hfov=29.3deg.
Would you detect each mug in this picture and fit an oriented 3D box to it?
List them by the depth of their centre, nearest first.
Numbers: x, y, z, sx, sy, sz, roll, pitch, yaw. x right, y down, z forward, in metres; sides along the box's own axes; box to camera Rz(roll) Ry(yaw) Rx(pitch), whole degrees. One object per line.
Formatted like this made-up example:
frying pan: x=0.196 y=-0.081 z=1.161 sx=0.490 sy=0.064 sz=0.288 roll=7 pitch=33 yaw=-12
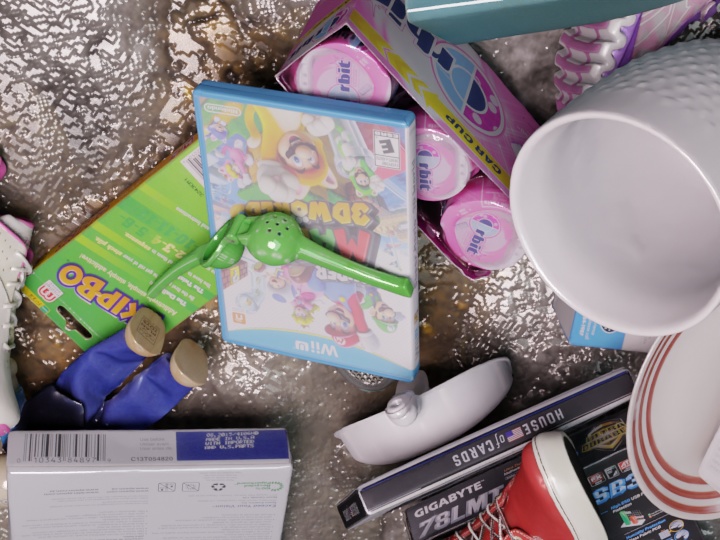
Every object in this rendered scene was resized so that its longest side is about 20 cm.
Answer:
mug: x=0.218 y=-0.067 z=0.831 sx=0.200 sy=0.175 sz=0.148 roll=-4 pitch=116 yaw=45

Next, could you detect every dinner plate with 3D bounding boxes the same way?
dinner plate: x=0.259 y=0.079 z=0.945 sx=0.200 sy=0.024 sz=0.200 roll=-12 pitch=117 yaw=-24

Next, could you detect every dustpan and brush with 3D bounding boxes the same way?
dustpan and brush: x=0.038 y=0.095 z=0.944 sx=0.140 sy=0.200 sz=0.057 roll=-25 pitch=96 yaw=6

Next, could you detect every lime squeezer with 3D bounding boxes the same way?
lime squeezer: x=-0.068 y=-0.011 z=0.890 sx=0.200 sy=0.038 sz=0.071 roll=-2 pitch=155 yaw=26

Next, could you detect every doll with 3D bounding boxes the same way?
doll: x=-0.205 y=0.105 z=0.988 sx=0.136 sy=0.048 sz=0.200 roll=39 pitch=117 yaw=-23

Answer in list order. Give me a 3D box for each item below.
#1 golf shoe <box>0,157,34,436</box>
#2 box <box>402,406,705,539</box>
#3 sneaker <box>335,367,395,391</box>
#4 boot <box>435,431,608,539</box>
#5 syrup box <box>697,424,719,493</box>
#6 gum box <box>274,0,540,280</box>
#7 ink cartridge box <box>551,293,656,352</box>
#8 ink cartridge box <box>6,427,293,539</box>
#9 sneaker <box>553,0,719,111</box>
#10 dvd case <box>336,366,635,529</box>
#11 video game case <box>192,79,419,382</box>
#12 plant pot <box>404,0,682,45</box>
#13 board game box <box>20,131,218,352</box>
golf shoe: x=-0.256 y=0.011 z=0.930 sx=0.091 sy=0.075 sz=0.200 roll=-18 pitch=94 yaw=-10
box: x=0.162 y=0.221 z=1.058 sx=0.200 sy=0.050 sz=0.199 roll=-27 pitch=120 yaw=6
sneaker: x=0.000 y=0.000 z=0.954 sx=0.078 sy=0.091 sz=0.200 roll=-6 pitch=111 yaw=-1
boot: x=0.089 y=0.179 z=0.924 sx=0.144 sy=0.072 sz=0.200 roll=-15 pitch=148 yaw=3
syrup box: x=0.315 y=0.072 z=0.910 sx=0.079 sy=0.081 sz=0.200 roll=17 pitch=103 yaw=-36
gum box: x=0.047 y=-0.097 z=0.901 sx=0.066 sy=0.114 sz=0.200 roll=-33 pitch=111 yaw=32
ink cartridge box: x=0.250 y=-0.001 z=0.986 sx=0.200 sy=0.068 sz=0.115 roll=7 pitch=112 yaw=-7
ink cartridge box: x=-0.157 y=0.191 z=1.017 sx=0.200 sy=0.041 sz=0.200 roll=1 pitch=134 yaw=-11
sneaker: x=0.196 y=-0.178 z=0.913 sx=0.088 sy=0.080 sz=0.200 roll=15 pitch=108 yaw=-18
dvd case: x=0.083 y=0.128 z=0.963 sx=0.200 sy=0.150 sz=0.025 roll=-22 pitch=79 yaw=-11
video game case: x=-0.032 y=-0.022 z=0.891 sx=0.143 sy=0.018 sz=0.200 roll=11 pitch=128 yaw=18
plant pot: x=0.136 y=-0.217 z=0.809 sx=0.200 sy=0.141 sz=0.141 roll=-2 pitch=93 yaw=15
board game box: x=-0.136 y=-0.015 z=0.957 sx=0.200 sy=0.030 sz=0.096 roll=-36 pitch=109 yaw=17
